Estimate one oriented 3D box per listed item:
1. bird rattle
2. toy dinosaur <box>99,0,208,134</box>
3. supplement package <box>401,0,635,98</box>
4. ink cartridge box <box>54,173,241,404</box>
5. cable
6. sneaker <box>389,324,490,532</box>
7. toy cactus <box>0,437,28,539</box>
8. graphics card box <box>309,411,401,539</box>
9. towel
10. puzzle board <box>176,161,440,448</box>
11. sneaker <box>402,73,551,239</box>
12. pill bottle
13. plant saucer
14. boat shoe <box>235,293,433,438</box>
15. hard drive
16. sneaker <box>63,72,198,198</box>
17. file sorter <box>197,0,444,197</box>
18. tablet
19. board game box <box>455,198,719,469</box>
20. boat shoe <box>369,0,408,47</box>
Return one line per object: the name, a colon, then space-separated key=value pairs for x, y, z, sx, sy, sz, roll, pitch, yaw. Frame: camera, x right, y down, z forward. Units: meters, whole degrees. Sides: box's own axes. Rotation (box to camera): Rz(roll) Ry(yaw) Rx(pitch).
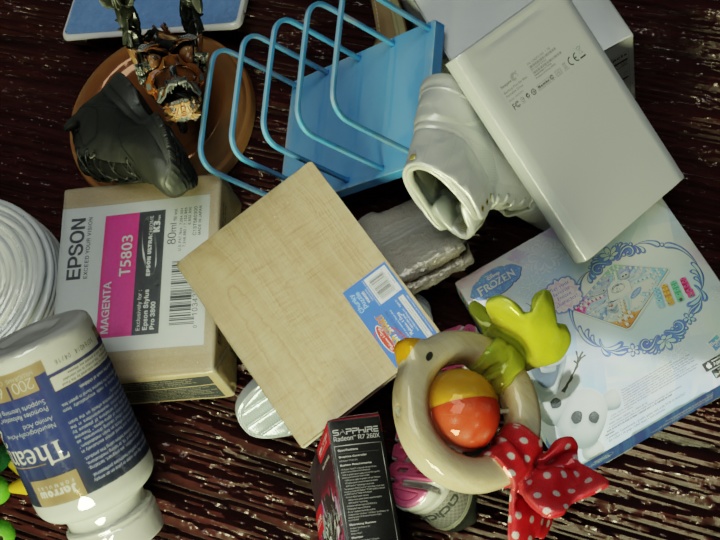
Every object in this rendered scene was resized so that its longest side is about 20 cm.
bird rattle: x=0.098 y=0.119 z=1.060 sx=0.161 sy=0.112 sz=0.203 roll=2 pitch=78 yaw=-24
toy dinosaur: x=-0.189 y=-0.205 z=1.264 sx=0.101 sy=0.137 sz=0.199 roll=-22 pitch=29 yaw=-26
supplement package: x=0.144 y=-0.228 z=1.253 sx=0.155 sy=0.111 sz=0.201 roll=-28 pitch=64 yaw=1
ink cartridge box: x=-0.199 y=0.019 z=1.249 sx=0.163 sy=0.075 sz=0.202 roll=-5 pitch=67 yaw=10
cable: x=-0.380 y=0.027 z=1.291 sx=0.198 sy=0.069 sz=0.202 roll=9 pitch=70 yaw=17
sneaker: x=0.079 y=0.138 z=1.137 sx=0.073 sy=0.088 sz=0.201 roll=-19 pitch=38 yaw=31
toy cactus: x=-0.376 y=0.203 z=1.211 sx=0.164 sy=0.102 sz=0.201 roll=34 pitch=87 yaw=34
graphics card box: x=0.001 y=0.232 z=1.079 sx=0.050 sy=0.126 sz=0.202 roll=-5 pitch=65 yaw=-13
towel: x=0.000 y=0.000 z=1.195 sx=0.199 sy=0.035 sz=0.133 roll=-29 pitch=27 yaw=0
puzzle board: x=-0.045 y=0.027 z=1.134 sx=0.150 sy=0.017 sz=0.201 roll=-37 pitch=71 yaw=-2
sneaker: x=0.108 y=-0.064 z=1.150 sx=0.073 sy=0.199 sz=0.117 roll=-16 pitch=47 yaw=44
pill bottle: x=-0.245 y=0.145 z=1.142 sx=0.110 sy=0.111 sz=0.202 roll=-21 pitch=102 yaw=3
plant saucer: x=-0.205 y=-0.159 z=1.348 sx=0.198 sy=0.038 sz=0.202 roll=-5 pitch=66 yaw=11
boat shoe: x=-0.024 y=0.080 z=1.194 sx=0.199 sy=0.072 sz=0.062 roll=-31 pitch=26 yaw=0
hard drive: x=0.176 y=-0.126 z=1.129 sx=0.131 sy=0.026 sz=0.201 roll=-37 pitch=97 yaw=-23
sneaker: x=-0.217 y=-0.110 z=1.247 sx=0.090 sy=0.076 sz=0.200 roll=-36 pitch=37 yaw=-8
file sorter: x=-0.039 y=-0.154 z=1.206 sx=0.199 sy=0.122 sz=0.140 roll=-15 pitch=63 yaw=45
tablet: x=-0.210 y=-0.296 z=1.409 sx=0.197 sy=0.014 sz=0.131 roll=-2 pitch=54 yaw=13
board game box: x=0.215 y=0.047 z=1.155 sx=0.199 sy=0.043 sz=0.200 roll=-29 pitch=65 yaw=0
boat shoe: x=0.024 y=-0.186 z=1.285 sx=0.064 sy=0.071 sz=0.202 roll=-12 pitch=66 yaw=7
